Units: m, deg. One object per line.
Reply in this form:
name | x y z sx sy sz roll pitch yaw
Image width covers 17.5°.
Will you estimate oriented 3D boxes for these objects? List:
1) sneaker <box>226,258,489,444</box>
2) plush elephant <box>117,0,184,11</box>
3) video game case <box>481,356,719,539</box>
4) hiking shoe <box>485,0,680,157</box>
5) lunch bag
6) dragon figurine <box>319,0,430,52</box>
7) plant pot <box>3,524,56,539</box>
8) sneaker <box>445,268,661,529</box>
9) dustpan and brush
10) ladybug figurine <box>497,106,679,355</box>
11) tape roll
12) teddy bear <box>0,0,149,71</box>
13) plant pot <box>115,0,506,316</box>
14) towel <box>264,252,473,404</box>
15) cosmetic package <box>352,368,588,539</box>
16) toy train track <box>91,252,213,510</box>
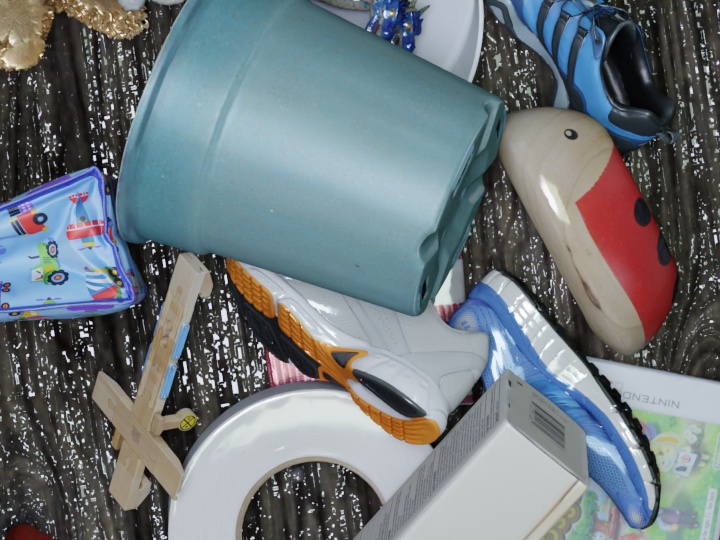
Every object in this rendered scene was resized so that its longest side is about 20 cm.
sneaker | -0.001 0.031 1.568 0.200 0.076 0.092 36 63 21
plush elephant | -0.158 -0.237 1.502 0.164 0.200 0.156 -5 112 -18
video game case | 0.162 0.163 1.628 0.181 0.022 0.201 11 90 -2
hiking shoe | 0.150 -0.171 1.584 0.074 0.087 0.201 -36 99 -36
lunch bag | -0.250 0.003 1.547 0.199 0.151 0.095 -16 91 -2
dragon figurine | -0.006 -0.227 1.585 0.099 0.059 0.201 -6 60 8
plant pot | -0.198 0.309 1.540 0.199 0.176 0.201 30 89 -3
sneaker | 0.128 0.098 1.588 0.089 0.079 0.200 -40 85 9
dustpan and brush | 0.016 -0.107 1.591 0.139 0.057 0.201 -3 65 10
ladybug figurine | 0.157 -0.030 1.561 0.072 0.136 0.200 -28 123 5
tape roll | -0.033 0.176 1.603 0.202 0.037 0.204 -1 98 -5
teddy bear | -0.200 -0.223 1.598 0.145 0.067 0.201 25 83 -11
plant pot | -0.024 -0.074 1.480 0.195 0.200 0.201 23 90 11
towel | 0.000 0.000 1.622 0.143 0.023 0.201 -6 92 -3
cosmetic package | 0.057 0.171 1.519 0.073 0.104 0.200 38 107 -7
toy train track | -0.128 0.075 1.571 0.032 0.115 0.201 -8 130 -37
